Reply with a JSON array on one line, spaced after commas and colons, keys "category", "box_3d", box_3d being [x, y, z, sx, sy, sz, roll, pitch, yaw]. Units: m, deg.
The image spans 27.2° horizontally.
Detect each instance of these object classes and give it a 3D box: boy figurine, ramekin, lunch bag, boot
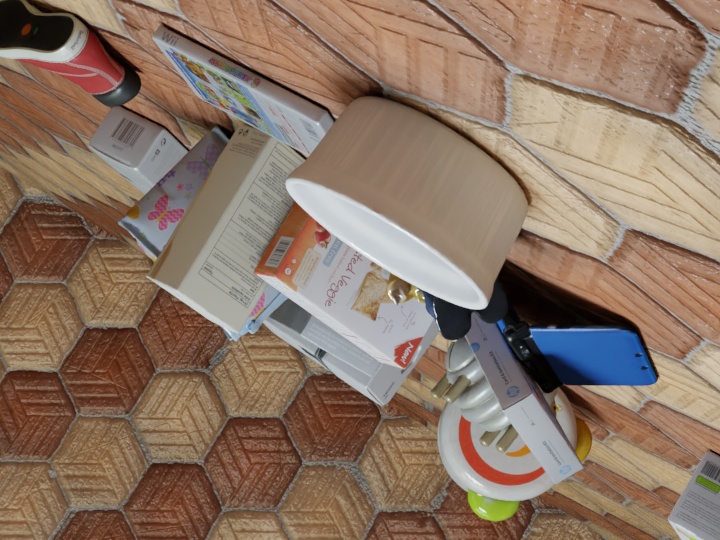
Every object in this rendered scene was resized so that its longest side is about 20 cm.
[{"category": "boy figurine", "box_3d": [0.081, -0.007, 1.433, 0.200, 0.124, 0.065, -119, 7, -61]}, {"category": "ramekin", "box_3d": [0.045, -0.060, 1.259, 0.200, 0.098, 0.200, 31, 172, 5]}, {"category": "lunch bag", "box_3d": [-0.151, -0.035, 1.736, 0.200, 0.170, 0.127, 42, 175, 18]}, {"category": "boot", "box_3d": [-0.347, -0.244, 1.720, 0.200, 0.073, 0.144, 20, 167, 40]}]

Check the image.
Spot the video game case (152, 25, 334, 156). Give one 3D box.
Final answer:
[{"category": "video game case", "box_3d": [-0.100, -0.164, 1.458, 0.199, 0.018, 0.143, 29, 171, 20]}]

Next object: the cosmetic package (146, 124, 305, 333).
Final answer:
[{"category": "cosmetic package", "box_3d": [-0.132, -0.046, 1.617, 0.071, 0.200, 0.105, 21, 165, 50]}]

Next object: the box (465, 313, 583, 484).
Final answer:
[{"category": "box", "box_3d": [0.164, 0.115, 1.619, 0.156, 0.041, 0.200, 53, -173, -43]}]

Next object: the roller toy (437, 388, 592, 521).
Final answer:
[{"category": "roller toy", "box_3d": [0.199, 0.222, 2.023, 0.183, 0.200, 0.140, 54, 174, 8]}]

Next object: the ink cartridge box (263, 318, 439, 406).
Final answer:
[{"category": "ink cartridge box", "box_3d": [-0.014, 0.059, 1.937, 0.200, 0.145, 0.084, 32, 172, 27]}]

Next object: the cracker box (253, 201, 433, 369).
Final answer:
[{"category": "cracker box", "box_3d": [0.000, 0.000, 1.626, 0.200, 0.134, 0.058, 36, 167, -29]}]

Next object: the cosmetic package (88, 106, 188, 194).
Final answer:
[{"category": "cosmetic package", "box_3d": [-0.274, -0.139, 2.034, 0.101, 0.074, 0.200, 27, 169, 31]}]

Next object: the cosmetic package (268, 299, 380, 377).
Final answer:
[{"category": "cosmetic package", "box_3d": [-0.031, 0.056, 1.772, 0.107, 0.090, 0.200, 31, 179, -12]}]

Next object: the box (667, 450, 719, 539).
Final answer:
[{"category": "box", "box_3d": [0.469, 0.316, 1.852, 0.112, 0.102, 0.200, 28, 170, 28]}]

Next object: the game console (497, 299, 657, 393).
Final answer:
[{"category": "game console", "box_3d": [0.210, 0.050, 1.559, 0.171, 0.118, 0.200, 63, -174, 27]}]

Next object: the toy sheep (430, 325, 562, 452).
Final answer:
[{"category": "toy sheep", "box_3d": [0.164, 0.132, 1.808, 0.200, 0.138, 0.138, 45, 168, -17]}]
